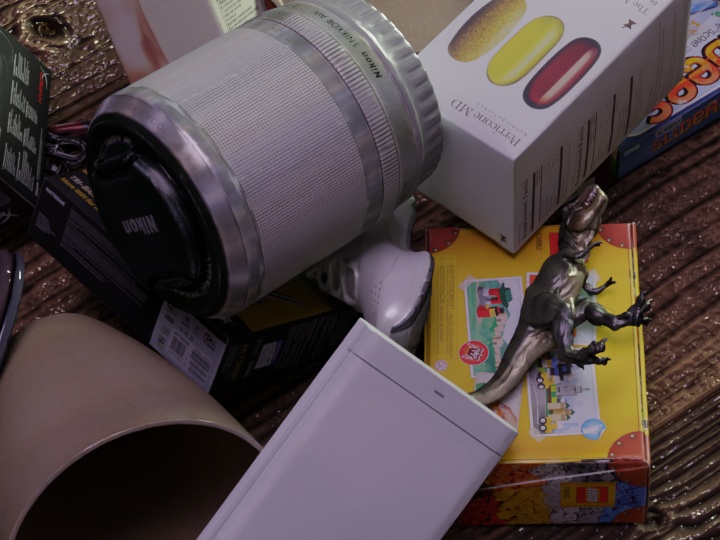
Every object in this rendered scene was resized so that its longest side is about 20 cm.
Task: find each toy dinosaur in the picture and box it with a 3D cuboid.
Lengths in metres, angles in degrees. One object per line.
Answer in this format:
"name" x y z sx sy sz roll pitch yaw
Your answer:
"toy dinosaur" 0.136 0.032 1.435 0.088 0.048 0.200 14 56 33

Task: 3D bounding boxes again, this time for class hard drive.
"hard drive" -0.009 0.147 1.368 0.200 0.132 0.027 -53 24 2

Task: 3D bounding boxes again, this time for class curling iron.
"curling iron" -0.160 -0.102 1.668 0.199 0.026 0.050 -9 68 -5

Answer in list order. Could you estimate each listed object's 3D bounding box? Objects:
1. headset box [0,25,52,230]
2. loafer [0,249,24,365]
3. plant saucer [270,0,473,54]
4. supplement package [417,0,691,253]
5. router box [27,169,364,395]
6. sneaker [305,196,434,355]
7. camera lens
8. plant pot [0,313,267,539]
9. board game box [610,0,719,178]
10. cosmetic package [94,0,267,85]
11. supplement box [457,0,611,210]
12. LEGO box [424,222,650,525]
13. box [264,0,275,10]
"headset box" -0.321 -0.137 1.588 0.077 0.200 0.149 -26 44 25
"loafer" -0.277 0.072 1.439 0.063 0.072 0.201 22 70 -20
"plant saucer" 0.015 -0.222 1.609 0.199 0.035 0.201 5 51 -6
"supplement package" 0.126 -0.131 1.504 0.114 0.110 0.200 33 64 24
"router box" -0.110 -0.004 1.529 0.200 0.052 0.157 39 33 27
"sneaker" 0.000 0.000 1.490 0.087 0.075 0.200 7 24 -13
"camera lens" -0.066 -0.075 1.414 0.200 0.160 0.160 -32 57 -29
"plant pot" -0.170 0.119 1.429 0.187 0.188 0.200 -23 39 -12
"board game box" 0.236 -0.168 1.674 0.200 0.035 0.135 -31 57 -17
"cosmetic package" -0.122 -0.177 1.547 0.087 0.201 0.103 -16 13 22
"supplement box" 0.087 -0.130 1.627 0.110 0.086 0.200 -29 57 -16
"LEGO box" 0.118 0.068 1.486 0.148 0.077 0.201 -1 54 4
"box" -0.061 -0.219 1.688 0.102 0.095 0.200 11 49 14
